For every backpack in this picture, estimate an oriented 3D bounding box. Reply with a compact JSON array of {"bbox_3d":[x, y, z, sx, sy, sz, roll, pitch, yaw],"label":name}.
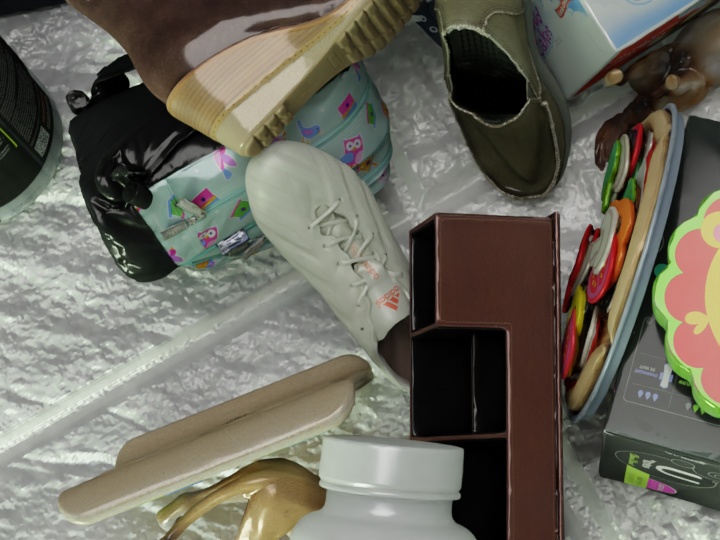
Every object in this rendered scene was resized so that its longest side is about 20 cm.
[{"bbox_3d":[-0.081,-0.083,1.270,0.199,0.127,0.167,-25,39,0],"label":"backpack"}]

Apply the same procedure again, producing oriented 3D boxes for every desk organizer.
[{"bbox_3d":[0.074,0.068,1.163,0.076,0.072,0.201,2,82,-12],"label":"desk organizer"}]

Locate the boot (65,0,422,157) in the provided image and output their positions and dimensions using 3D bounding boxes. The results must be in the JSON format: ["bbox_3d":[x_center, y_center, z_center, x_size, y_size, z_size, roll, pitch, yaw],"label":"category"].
[{"bbox_3d":[-0.063,-0.184,1.189,0.200,0.072,0.166,-44,72,-8],"label":"boot"}]

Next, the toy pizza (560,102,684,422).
[{"bbox_3d":[0.149,-0.007,1.173,0.032,0.200,0.201,17,77,1],"label":"toy pizza"}]

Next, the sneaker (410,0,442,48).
[{"bbox_3d":[0.007,-0.193,1.271,0.199,0.109,0.070,-10,47,17],"label":"sneaker"}]

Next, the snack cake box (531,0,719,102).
[{"bbox_3d":[0.204,-0.197,1.238,0.199,0.115,0.067,-33,88,-15],"label":"snack cake box"}]

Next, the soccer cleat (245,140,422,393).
[{"bbox_3d":[0.000,0.000,1.211,0.069,0.200,0.078,-36,31,2],"label":"soccer cleat"}]

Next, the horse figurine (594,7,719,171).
[{"bbox_3d":[0.225,-0.142,1.253,0.200,0.132,0.050,-37,81,12],"label":"horse figurine"}]

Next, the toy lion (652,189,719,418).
[{"bbox_3d":[0.255,-0.010,1.075,0.190,0.069,0.201,-6,75,7],"label":"toy lion"}]

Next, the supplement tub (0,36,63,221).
[{"bbox_3d":[-0.284,-0.115,1.291,0.122,0.200,0.123,-3,72,9],"label":"supplement tub"}]

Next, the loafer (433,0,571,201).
[{"bbox_3d":[0.082,-0.110,1.222,0.075,0.201,0.070,1,49,24],"label":"loafer"}]

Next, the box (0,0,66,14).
[{"bbox_3d":[-0.241,-0.299,1.384,0.199,0.117,0.198,-9,72,7],"label":"box"}]

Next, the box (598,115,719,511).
[{"bbox_3d":[0.227,0.034,1.170,0.124,0.149,0.201,14,76,11],"label":"box"}]

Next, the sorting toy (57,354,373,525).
[{"bbox_3d":[-0.080,0.106,1.195,0.184,0.200,0.037,-22,92,4],"label":"sorting toy"}]

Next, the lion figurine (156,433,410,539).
[{"bbox_3d":[-0.026,0.145,1.185,0.122,0.199,0.073,-42,61,33],"label":"lion figurine"}]

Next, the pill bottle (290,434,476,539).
[{"bbox_3d":[0.010,0.198,1.107,0.111,0.111,0.201,4,87,12],"label":"pill bottle"}]
